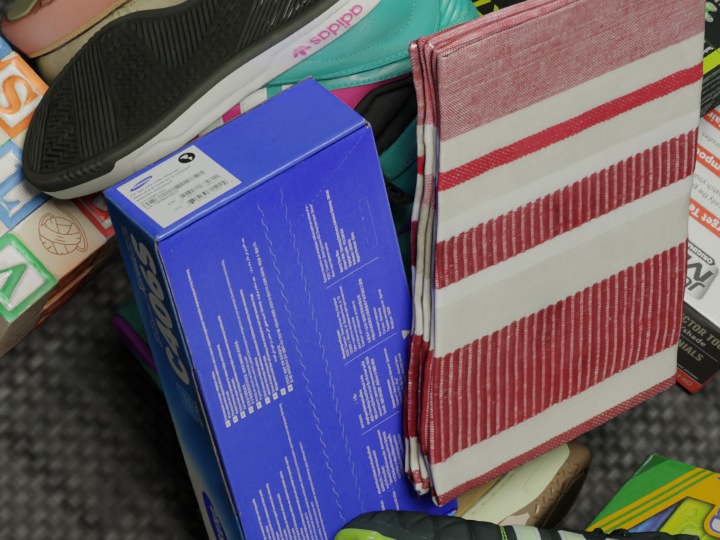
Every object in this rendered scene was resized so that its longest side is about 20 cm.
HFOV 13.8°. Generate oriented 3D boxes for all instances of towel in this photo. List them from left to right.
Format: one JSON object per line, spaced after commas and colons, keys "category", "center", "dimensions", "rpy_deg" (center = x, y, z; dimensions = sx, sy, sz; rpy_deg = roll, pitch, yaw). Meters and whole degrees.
{"category": "towel", "center": [0.075, -0.019, 1.143], "dimensions": [0.144, 0.201, 0.023], "rpy_deg": [-23, 38, -34]}

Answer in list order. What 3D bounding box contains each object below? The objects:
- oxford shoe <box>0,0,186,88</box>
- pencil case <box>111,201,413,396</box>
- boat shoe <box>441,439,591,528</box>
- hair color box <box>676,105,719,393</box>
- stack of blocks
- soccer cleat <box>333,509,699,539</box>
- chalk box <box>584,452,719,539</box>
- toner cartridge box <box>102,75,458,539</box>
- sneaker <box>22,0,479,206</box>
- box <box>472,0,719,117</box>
{"category": "oxford shoe", "center": [-0.047, -0.122, 1.211], "dimensions": [0.074, 0.199, 0.071], "rpy_deg": [56, 25, -20]}
{"category": "pencil case", "center": [0.000, 0.000, 1.226], "dimensions": [0.200, 0.085, 0.092], "rpy_deg": [-36, 53, -14]}
{"category": "boat shoe", "center": [0.010, 0.126, 1.218], "dimensions": [0.076, 0.072, 0.200], "rpy_deg": [35, 54, 15]}
{"category": "hair color box", "center": [0.167, -0.055, 1.347], "dimensions": [0.101, 0.061, 0.200], "rpy_deg": [37, 60, -2]}
{"category": "stack of blocks", "center": [-0.196, -0.056, 1.215], "dimensions": [0.200, 0.059, 0.115], "rpy_deg": [46, 61, 3]}
{"category": "soccer cleat", "center": [0.081, 0.126, 1.119], "dimensions": [0.199, 0.068, 0.081], "rpy_deg": [13, 35, 34]}
{"category": "chalk box", "center": [0.120, 0.192, 1.164], "dimensions": [0.200, 0.124, 0.125], "rpy_deg": [-47, 132, -29]}
{"category": "toner cartridge box", "center": [-0.027, 0.034, 1.132], "dimensions": [0.095, 0.201, 0.043], "rpy_deg": [-29, 41, -19]}
{"category": "sneaker", "center": [-0.028, -0.065, 1.169], "dimensions": [0.121, 0.199, 0.084], "rpy_deg": [33, 44, -37]}
{"category": "box", "center": [0.096, -0.148, 1.276], "dimensions": [0.193, 0.048, 0.200], "rpy_deg": [44, 40, 10]}
